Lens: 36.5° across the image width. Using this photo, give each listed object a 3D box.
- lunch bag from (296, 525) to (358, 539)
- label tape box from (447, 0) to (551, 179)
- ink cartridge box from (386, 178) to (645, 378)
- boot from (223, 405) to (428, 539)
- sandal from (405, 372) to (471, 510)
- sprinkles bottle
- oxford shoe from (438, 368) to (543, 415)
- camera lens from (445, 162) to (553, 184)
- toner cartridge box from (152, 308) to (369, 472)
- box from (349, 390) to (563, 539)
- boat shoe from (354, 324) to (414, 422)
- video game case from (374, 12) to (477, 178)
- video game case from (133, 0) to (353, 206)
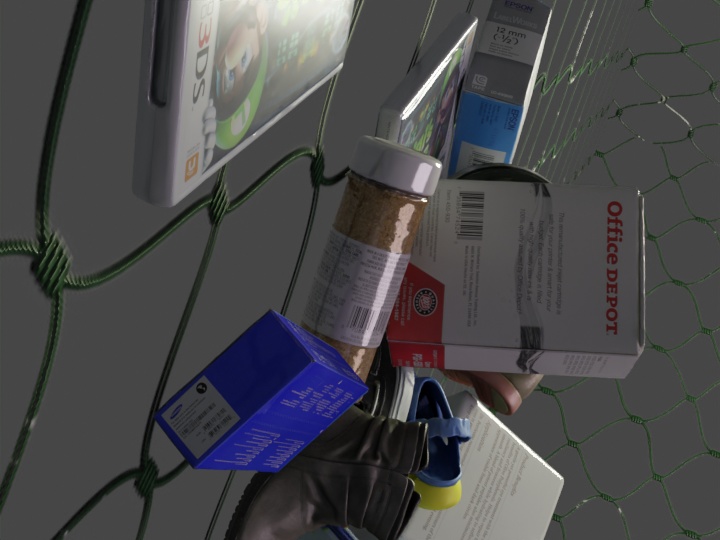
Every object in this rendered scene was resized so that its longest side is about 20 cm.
[{"bbox_3d":[-0.023,0.326,1.045,0.082,0.161,0.200,-34,151,-26],"label":"lunch bag"},{"bbox_3d":[0.148,-0.200,1.113,0.143,0.066,0.200,94,16,-58],"label":"label tape box"},{"bbox_3d":[0.127,0.008,0.902,0.083,0.199,0.147,79,16,-69],"label":"ink cartridge box"},{"bbox_3d":[-0.027,0.197,0.891,0.068,0.130,0.200,75,38,-68],"label":"boot"},{"bbox_3d":[0.057,0.137,1.077,0.079,0.200,0.087,1,125,-29],"label":"sandal"},{"bbox_3d":[0.000,0.000,0.839,0.068,0.068,0.200,-18,128,-74],"label":"sprinkles bottle"},{"bbox_3d":[0.123,0.084,1.205,0.074,0.200,0.071,-39,136,-15],"label":"oxford shoe"},{"bbox_3d":[0.121,-0.005,1.066,0.200,0.160,0.160,114,0,-75],"label":"camera lens"},{"bbox_3d":[-0.056,0.085,0.715,0.095,0.043,0.200,-41,165,0],"label":"toner cartridge box"},{"bbox_3d":[0.080,0.278,1.209,0.200,0.171,0.199,-30,-157,49],"label":"box"},{"bbox_3d":[0.001,0.129,1.027,0.072,0.071,0.200,-30,-139,38],"label":"boat shoe"},{"bbox_3d":[0.050,-0.110,0.975,0.200,0.023,0.182,-55,160,-48],"label":"video game case"},{"bbox_3d":[-0.040,-0.149,0.511,0.200,0.023,0.182,-52,159,-54],"label":"video game case"}]
